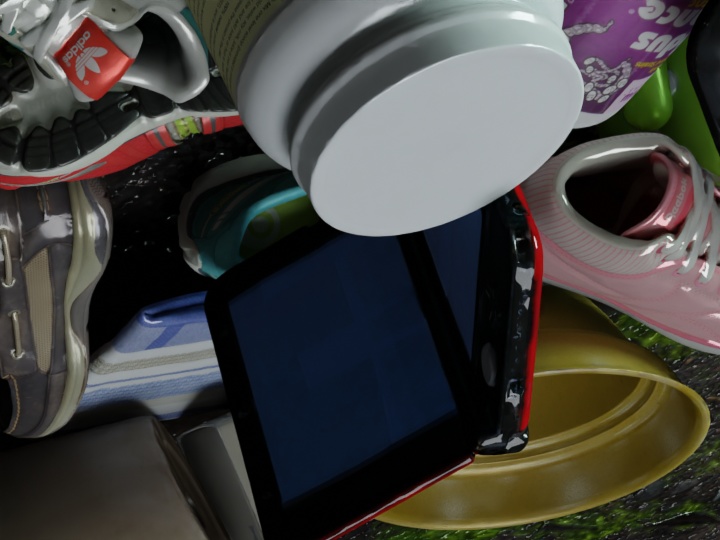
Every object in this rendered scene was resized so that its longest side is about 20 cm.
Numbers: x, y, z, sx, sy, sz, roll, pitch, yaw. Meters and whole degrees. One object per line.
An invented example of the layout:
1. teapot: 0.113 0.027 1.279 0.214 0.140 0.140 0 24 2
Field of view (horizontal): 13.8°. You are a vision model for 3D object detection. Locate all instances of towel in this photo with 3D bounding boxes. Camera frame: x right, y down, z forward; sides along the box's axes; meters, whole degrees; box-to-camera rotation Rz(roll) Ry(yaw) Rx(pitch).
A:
1. towel: -0.090 0.044 1.598 0.147 0.024 0.200 -9 164 -28

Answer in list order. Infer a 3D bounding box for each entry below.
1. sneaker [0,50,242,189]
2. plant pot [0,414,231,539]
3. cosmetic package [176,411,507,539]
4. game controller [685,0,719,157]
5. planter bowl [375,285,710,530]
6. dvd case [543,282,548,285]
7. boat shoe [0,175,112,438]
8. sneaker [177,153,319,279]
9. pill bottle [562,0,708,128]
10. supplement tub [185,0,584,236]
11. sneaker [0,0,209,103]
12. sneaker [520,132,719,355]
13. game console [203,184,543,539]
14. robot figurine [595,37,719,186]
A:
1. sneaker: -0.095 -0.089 1.402 0.200 0.077 0.085 -16 170 -15
2. plant pot: -0.161 0.172 1.623 0.173 0.200 0.200 -28 151 2
3. cosmetic package: 0.009 0.090 1.687 0.200 0.087 0.103 -24 -179 -19
4. game controller: 0.205 -0.091 1.400 0.104 0.042 0.200 -41 147 -6
5. planter bowl: 0.079 0.062 1.581 0.200 0.084 0.200 -8 153 -4
6. dvd case: 0.111 -0.021 1.610 0.200 0.146 0.022 -14 104 -24
7. boat shoe: -0.174 0.009 1.492 0.073 0.075 0.200 -3 137 -17
8. sneaker: 0.007 -0.032 1.517 0.200 0.080 0.078 -20 107 -13
9. pill bottle: 0.107 -0.139 1.416 0.112 0.112 0.200 3 140 -42
10. supplement tub: -0.002 -0.130 1.252 0.145 0.200 0.145 -19 151 -11
11. sneaker: -0.133 -0.125 1.265 0.070 0.094 0.200 -39 149 22
12. sneaker: 0.168 -0.012 1.482 0.200 0.076 0.105 16 163 -11
13. game console: 0.000 0.000 1.352 0.118 0.200 0.173 -7 130 -11
14. robot figurine: 0.199 -0.110 1.533 0.175 0.116 0.200 -11 150 -48
